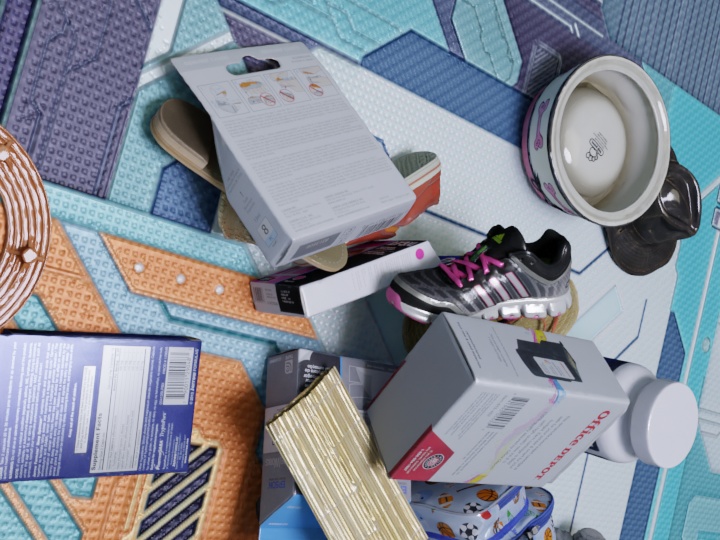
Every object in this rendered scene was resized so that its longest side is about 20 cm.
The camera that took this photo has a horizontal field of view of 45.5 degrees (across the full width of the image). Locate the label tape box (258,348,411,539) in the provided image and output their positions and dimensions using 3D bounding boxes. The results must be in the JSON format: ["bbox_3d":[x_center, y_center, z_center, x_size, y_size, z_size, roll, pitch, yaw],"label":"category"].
[{"bbox_3d":[-0.021,0.187,0.833,0.144,0.063,0.202,14,68,-37],"label":"label tape box"}]

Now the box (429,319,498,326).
[{"bbox_3d":[0.128,0.113,0.916,0.064,0.070,0.201,-23,134,1],"label":"box"}]

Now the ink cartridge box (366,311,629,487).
[{"bbox_3d":[0.129,0.130,0.816,0.199,0.083,0.146,12,128,-33],"label":"ink cartridge box"}]

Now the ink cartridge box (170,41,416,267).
[{"bbox_3d":[-0.064,-0.111,0.770,0.160,0.047,0.201,-22,70,-42],"label":"ink cartridge box"}]

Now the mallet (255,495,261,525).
[{"bbox_3d":[-0.077,0.311,0.859,0.066,0.041,0.202,1,98,-38],"label":"mallet"}]

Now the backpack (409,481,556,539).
[{"bbox_3d":[0.115,0.282,0.917,0.190,0.199,0.155,-6,100,-49],"label":"backpack"}]

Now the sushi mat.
[{"bbox_3d":[-0.009,0.198,0.789,0.096,0.012,0.201,-36,103,-41],"label":"sushi mat"}]

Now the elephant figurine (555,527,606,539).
[{"bbox_3d":[0.267,0.440,1.082,0.154,0.142,0.201,7,109,-9],"label":"elephant figurine"}]

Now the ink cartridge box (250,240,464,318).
[{"bbox_3d":[0.000,0.000,0.842,0.199,0.094,0.037,-17,101,-34],"label":"ink cartridge box"}]

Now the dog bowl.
[{"bbox_3d":[0.280,-0.154,1.038,0.199,0.074,0.202,-2,95,-31],"label":"dog bowl"}]

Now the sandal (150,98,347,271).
[{"bbox_3d":[-0.109,-0.062,0.781,0.211,0.070,0.078,40,39,-14],"label":"sandal"}]

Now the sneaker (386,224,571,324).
[{"bbox_3d":[0.118,-0.001,0.807,0.198,0.074,0.088,-3,118,-21],"label":"sneaker"}]

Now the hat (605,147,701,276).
[{"bbox_3d":[0.405,-0.089,1.145,0.200,0.081,0.202,-5,98,-37],"label":"hat"}]

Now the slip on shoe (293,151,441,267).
[{"bbox_3d":[0.012,-0.053,0.864,0.200,0.074,0.062,-35,123,-32],"label":"slip on shoe"}]

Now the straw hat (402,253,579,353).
[{"bbox_3d":[0.133,0.026,0.945,0.199,0.085,0.202,-7,134,-7],"label":"straw hat"}]

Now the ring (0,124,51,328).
[{"bbox_3d":[-0.330,-0.033,0.641,0.199,0.019,0.202,-5,99,-37],"label":"ring"}]

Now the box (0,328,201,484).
[{"bbox_3d":[-0.234,0.112,0.719,0.199,0.032,0.122,6,91,-39],"label":"box"}]

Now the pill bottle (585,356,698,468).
[{"bbox_3d":[0.279,0.159,1.004,0.115,0.199,0.117,-5,99,-36],"label":"pill bottle"}]
